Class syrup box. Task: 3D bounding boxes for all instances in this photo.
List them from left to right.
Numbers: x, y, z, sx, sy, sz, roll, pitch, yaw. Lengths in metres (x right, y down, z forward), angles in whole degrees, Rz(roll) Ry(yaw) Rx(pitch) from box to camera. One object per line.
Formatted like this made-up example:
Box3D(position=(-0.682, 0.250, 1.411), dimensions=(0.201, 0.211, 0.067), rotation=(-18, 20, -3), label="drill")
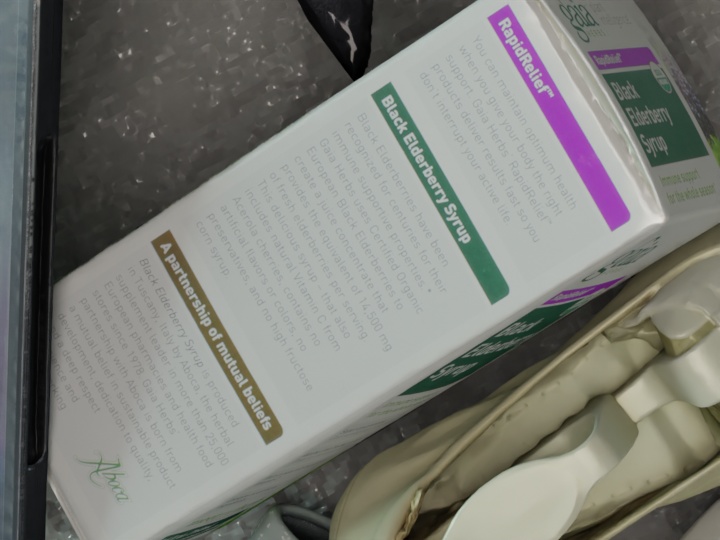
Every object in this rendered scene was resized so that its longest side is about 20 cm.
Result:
Box3D(position=(0.000, 0.000, 0.837), dimensions=(0.200, 0.079, 0.082), rotation=(-32, 83, 23), label="syrup box")

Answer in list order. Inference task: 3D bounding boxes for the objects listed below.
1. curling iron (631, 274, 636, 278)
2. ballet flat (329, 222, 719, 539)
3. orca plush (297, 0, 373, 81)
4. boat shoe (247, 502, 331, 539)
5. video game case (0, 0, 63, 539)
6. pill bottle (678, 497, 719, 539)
Box3D(position=(0.095, 0.014, 0.885), dimensions=(0.050, 0.026, 0.200), rotation=(-42, 95, 9), label="curling iron")
Box3D(position=(0.079, 0.041, 0.839), dimensions=(0.200, 0.069, 0.070), rotation=(-36, 96, 0), label="ballet flat")
Box3D(position=(0.076, -0.112, 0.840), dimensions=(0.200, 0.105, 0.071), rotation=(-38, 134, -8), label="orca plush")
Box3D(position=(0.050, 0.129, 0.889), dimensions=(0.200, 0.070, 0.072), rotation=(23, 107, 3), label="boat shoe")
Box3D(position=(-0.152, -0.004, 0.841), dimensions=(0.143, 0.019, 0.200), rotation=(11, 109, 22), label="video game case")
Box3D(position=(0.175, 0.151, 0.849), dimensions=(0.114, 0.114, 0.200), rotation=(-33, 109, 10), label="pill bottle")
